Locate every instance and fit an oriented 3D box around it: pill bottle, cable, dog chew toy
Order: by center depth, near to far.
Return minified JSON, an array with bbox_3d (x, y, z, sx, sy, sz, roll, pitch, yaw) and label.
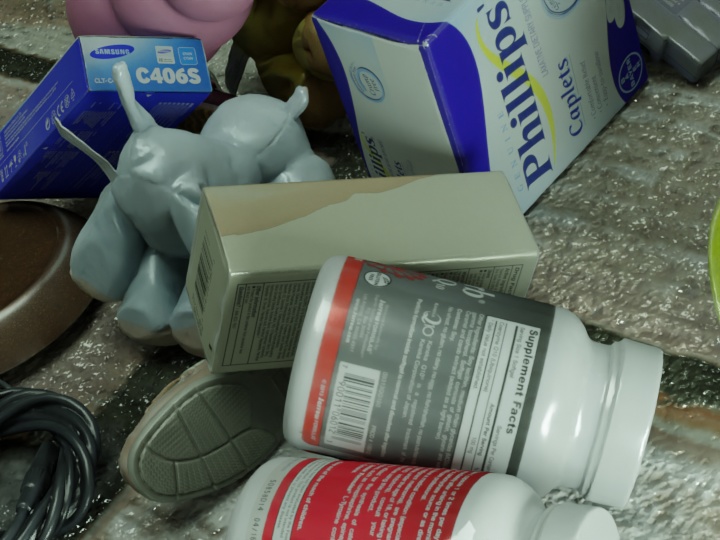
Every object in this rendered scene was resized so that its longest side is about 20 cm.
[{"bbox_3d":[0.035,0.163,1.151,0.200,0.112,0.112,2,44,27],"label":"pill bottle"},{"bbox_3d":[0.064,0.068,1.207,0.200,0.116,0.116,14,45,3],"label":"pill bottle"},{"bbox_3d":[-0.261,0.152,1.366,0.163,0.051,0.200,26,56,38],"label":"cable"},{"bbox_3d":[-0.131,-0.203,1.502,0.125,0.125,0.200,-44,14,-25],"label":"dog chew toy"}]

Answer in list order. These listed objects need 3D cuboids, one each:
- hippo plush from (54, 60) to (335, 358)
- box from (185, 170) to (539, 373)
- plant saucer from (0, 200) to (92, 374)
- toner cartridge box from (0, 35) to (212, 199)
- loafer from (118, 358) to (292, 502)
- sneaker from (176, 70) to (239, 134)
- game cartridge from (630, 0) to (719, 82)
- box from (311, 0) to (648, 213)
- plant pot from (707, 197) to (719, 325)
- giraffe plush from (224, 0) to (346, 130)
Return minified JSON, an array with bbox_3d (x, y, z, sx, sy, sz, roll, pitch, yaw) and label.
[{"bbox_3d":[-0.106,-0.049,1.448,0.159,0.200,0.161,-33,3,41],"label":"hippo plush"},{"bbox_3d":[0.000,0.000,1.309,0.200,0.095,0.078,-3,47,-19],"label":"box"},{"bbox_3d":[-0.281,0.011,1.534,0.200,0.035,0.200,-17,35,12],"label":"plant saucer"},{"bbox_3d":[-0.191,-0.106,1.508,0.095,0.200,0.043,-3,72,-31],"label":"toner cartridge box"},{"bbox_3d":[-0.078,0.079,1.351,0.200,0.072,0.063,-37,24,-27],"label":"loafer"},{"bbox_3d":[-0.121,-0.123,1.589,0.200,0.075,0.090,11,44,35],"label":"sneaker"},{"bbox_3d":[0.208,-0.235,1.532,0.130,0.038,0.200,-41,72,-18],"label":"game cartridge"},{"bbox_3d":[0.087,-0.151,1.438,0.105,0.184,0.200,21,55,39],"label":"box"},{"bbox_3d":[0.332,-0.010,1.185,0.200,0.187,0.187,-25,36,-28],"label":"plant pot"},{"bbox_3d":[-0.012,-0.206,1.598,0.162,0.173,0.200,-25,-4,-23],"label":"giraffe plush"}]
